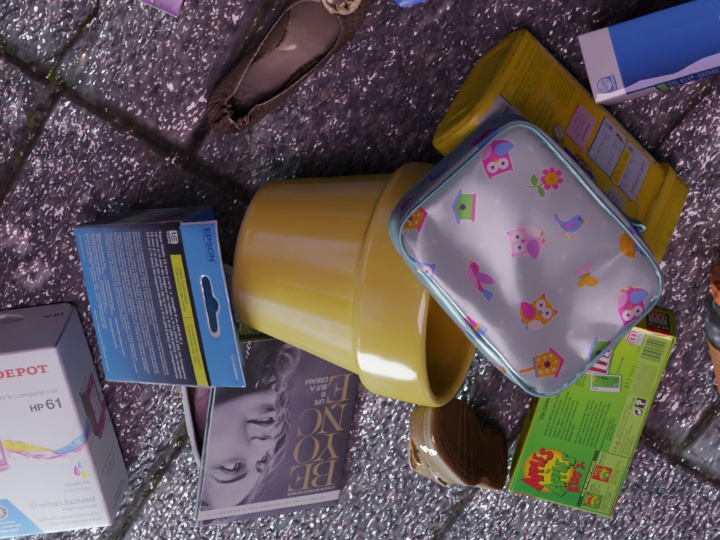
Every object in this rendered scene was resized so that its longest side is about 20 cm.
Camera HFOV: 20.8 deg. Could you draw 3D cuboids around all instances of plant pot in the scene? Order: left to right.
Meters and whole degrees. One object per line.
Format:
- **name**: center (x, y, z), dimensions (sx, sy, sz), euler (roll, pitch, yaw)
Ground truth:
- **plant pot**: center (0.000, 0.000, 1.674), dimensions (0.187, 0.201, 0.203), euler (11, 120, 19)

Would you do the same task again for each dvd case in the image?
- **dvd case**: center (-0.074, 0.143, 1.804), dimensions (0.147, 0.016, 0.202), euler (-6, 122, -26)

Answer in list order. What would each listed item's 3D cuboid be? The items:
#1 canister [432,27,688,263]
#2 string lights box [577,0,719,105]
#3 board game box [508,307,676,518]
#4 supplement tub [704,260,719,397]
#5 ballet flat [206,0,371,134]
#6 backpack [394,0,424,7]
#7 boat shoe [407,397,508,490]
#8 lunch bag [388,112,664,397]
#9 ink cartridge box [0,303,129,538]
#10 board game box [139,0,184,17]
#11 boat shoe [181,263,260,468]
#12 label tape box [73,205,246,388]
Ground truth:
- **canister**: center (0.166, -0.086, 1.622), dimensions (0.200, 0.149, 0.086), euler (43, 135, -13)
- **string lights box**: center (0.282, -0.188, 1.574), dimensions (0.198, 0.103, 0.060), euler (-16, 90, 14)
- **board game box**: center (0.209, 0.121, 1.783), dimensions (0.101, 0.048, 0.202), euler (14, 118, -1)
- **supplement tub**: center (0.369, 0.084, 1.703), dimensions (0.121, 0.123, 0.202), euler (-11, 117, 12)
- **ballet flat**: center (-0.062, -0.185, 1.653), dimensions (0.067, 0.046, 0.200), euler (41, 115, -16)
- **backpack**: center (0.029, -0.321, 1.506), dimensions (0.166, 0.163, 0.201), euler (-16, 116, 18)
- **boat shoe**: center (0.075, 0.162, 1.759), dimensions (0.068, 0.075, 0.200), euler (-3, 161, 21)
- **lunch bag**: center (0.133, -0.013, 1.524), dimensions (0.160, 0.077, 0.200), euler (-43, 103, -1)
- **ink cartridge box**: center (-0.316, 0.143, 1.834), dimensions (0.143, 0.085, 0.202), euler (-8, 115, 11)
- **board game box**: center (-0.226, -0.272, 1.585), dimensions (0.198, 0.120, 0.032), euler (23, 119, -7)
- **boat shoe**: center (-0.133, 0.089, 1.795), dimensions (0.074, 0.065, 0.204), euler (6, 119, 3)
- **label tape box**: center (-0.155, 0.022, 1.688), dimensions (0.199, 0.066, 0.145), euler (-1, 103, 46)
